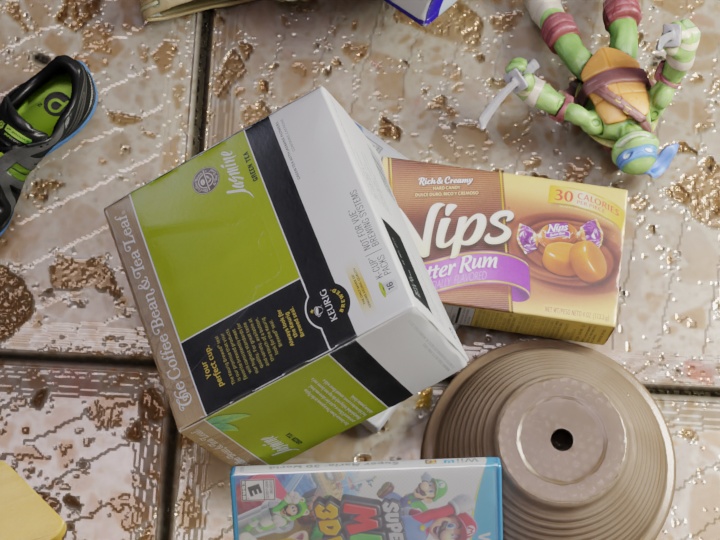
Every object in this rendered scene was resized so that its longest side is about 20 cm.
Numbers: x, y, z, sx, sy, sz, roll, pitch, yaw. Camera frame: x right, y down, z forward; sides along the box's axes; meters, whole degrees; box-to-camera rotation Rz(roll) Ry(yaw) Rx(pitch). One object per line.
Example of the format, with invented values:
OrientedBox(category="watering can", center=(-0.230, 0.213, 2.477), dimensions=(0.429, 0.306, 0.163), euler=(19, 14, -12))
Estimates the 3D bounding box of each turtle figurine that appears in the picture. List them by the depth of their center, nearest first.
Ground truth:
OrientedBox(category="turtle figurine", center=(0.191, -0.185, 1.501), dimensions=(0.199, 0.144, 0.195), euler=(23, 41, -38))

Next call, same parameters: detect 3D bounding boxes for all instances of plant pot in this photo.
OrientedBox(category="plant pot", center=(0.147, 0.141, 1.425), dimensions=(0.200, 0.093, 0.202), euler=(0, 71, -1))

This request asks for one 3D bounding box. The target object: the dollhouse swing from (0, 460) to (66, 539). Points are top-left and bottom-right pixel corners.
OrientedBox(category="dollhouse swing", center=(-0.249, 0.253, 1.311), dimensions=(0.181, 0.200, 0.176), euler=(-24, 74, -10))

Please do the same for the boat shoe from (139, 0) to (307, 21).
OrientedBox(category="boat shoe", center=(-0.088, -0.245, 1.566), dimensions=(0.199, 0.073, 0.063), euler=(-4, 78, 1))

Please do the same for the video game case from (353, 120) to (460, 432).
OrientedBox(category="video game case", center=(0.000, 0.000, 1.505), dimensions=(0.182, 0.022, 0.200), euler=(36, 73, 10))

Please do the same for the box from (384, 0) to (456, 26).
OrientedBox(category="box", center=(0.040, -0.324, 1.537), dimensions=(0.184, 0.105, 0.200), euler=(35, 42, 10))

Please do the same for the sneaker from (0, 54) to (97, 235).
OrientedBox(category="sneaker", center=(-0.287, -0.096, 1.495), dimensions=(0.071, 0.083, 0.200), euler=(34, 73, 10))

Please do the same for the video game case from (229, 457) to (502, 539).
OrientedBox(category="video game case", center=(0.006, 0.211, 1.385), dimensions=(0.199, 0.018, 0.144), euler=(-2, 106, 1))

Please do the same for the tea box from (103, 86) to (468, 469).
OrientedBox(category="tea box", center=(-0.057, 0.012, 1.383), dimensions=(0.196, 0.134, 0.201), euler=(-27, 62, 9))

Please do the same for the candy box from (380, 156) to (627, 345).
OrientedBox(category="candy box", center=(0.105, -0.016, 1.474), dimensions=(0.199, 0.056, 0.117), euler=(9, 72, 0))
